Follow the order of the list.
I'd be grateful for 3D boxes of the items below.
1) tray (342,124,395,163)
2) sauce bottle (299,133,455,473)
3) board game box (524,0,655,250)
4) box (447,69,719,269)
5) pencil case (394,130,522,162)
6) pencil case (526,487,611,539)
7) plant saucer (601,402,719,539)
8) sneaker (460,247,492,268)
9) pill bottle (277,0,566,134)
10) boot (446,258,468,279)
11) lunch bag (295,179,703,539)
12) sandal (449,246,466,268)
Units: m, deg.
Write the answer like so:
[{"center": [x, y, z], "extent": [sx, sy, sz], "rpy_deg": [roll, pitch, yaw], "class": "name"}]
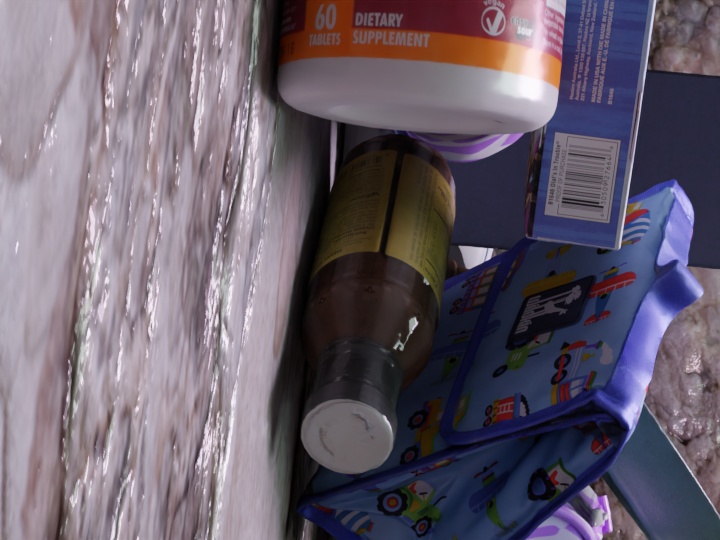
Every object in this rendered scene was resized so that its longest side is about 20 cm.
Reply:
[{"center": [0.000, 0.000, 1.116], "extent": [0.107, 0.022, 0.202], "rpy_deg": [-5, 99, -84], "class": "tray"}, {"center": [0.005, 0.013, 0.965], "extent": [0.201, 0.064, 0.065], "rpy_deg": [-75, 169, -55], "class": "sauce bottle"}, {"center": [0.104, -0.122, 0.923], "extent": [0.199, 0.043, 0.202], "rpy_deg": [-53, 151, -80], "class": "board game box"}, {"center": [0.115, -0.065, 1.201], "extent": [0.182, 0.198, 0.105], "rpy_deg": [-140, -126, -83], "class": "box"}, {"center": [0.037, -0.118, 0.986], "extent": [0.086, 0.083, 0.200], "rpy_deg": [61, 1, 18], "class": "pencil case"}, {"center": [0.096, 0.152, 1.162], "extent": [0.200, 0.085, 0.085], "rpy_deg": [-26, 116, -82], "class": "pencil case"}, {"center": [0.133, 0.082, 1.154], "extent": [0.201, 0.036, 0.200], "rpy_deg": [55, 0, 0], "class": "plant saucer"}, {"center": [0.047, -0.069, 1.389], "extent": [0.071, 0.072, 0.202], "rpy_deg": [-58, 145, -59], "class": "sneaker"}, {"center": [0.029, -0.158, 0.811], "extent": [0.110, 0.108, 0.202], "rpy_deg": [30, 64, -84], "class": "pill bottle"}, {"center": [0.044, 0.091, 1.187], "extent": [0.074, 0.075, 0.202], "rpy_deg": [-35, -145, 62], "class": "boot"}, {"center": [0.084, 0.052, 0.989], "extent": [0.200, 0.094, 0.151], "rpy_deg": [-35, -161, 40], "class": "lunch bag"}, {"center": [0.068, 0.055, 1.322], "extent": [0.201, 0.045, 0.076], "rpy_deg": [73, 34, -56], "class": "sandal"}]
